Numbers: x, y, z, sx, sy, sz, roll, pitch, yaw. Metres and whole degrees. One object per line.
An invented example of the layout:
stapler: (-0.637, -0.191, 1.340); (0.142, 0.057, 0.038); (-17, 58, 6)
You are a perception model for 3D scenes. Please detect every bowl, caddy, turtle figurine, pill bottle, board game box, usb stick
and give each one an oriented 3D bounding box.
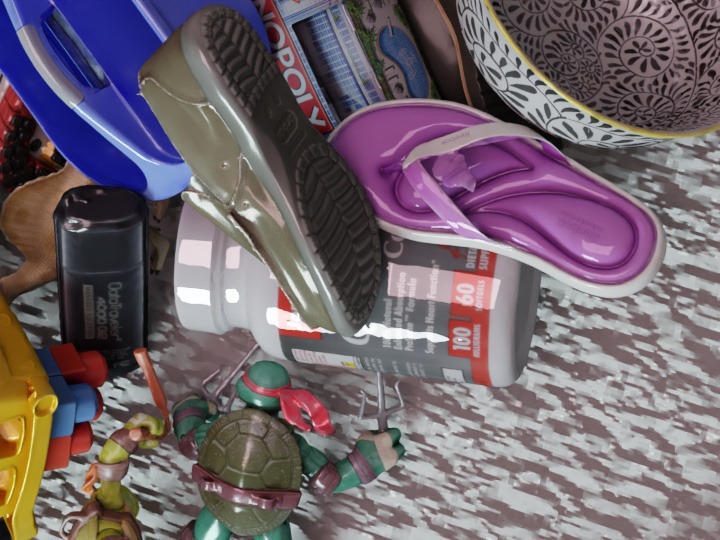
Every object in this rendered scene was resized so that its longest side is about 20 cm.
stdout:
bowl: (0.125, -0.140, 1.623); (0.201, 0.201, 0.094); (54, 141, 8)
caddy: (-0.147, -0.136, 1.644); (0.200, 0.105, 0.141); (54, 140, -4)
turtle figurine: (-0.148, 0.159, 1.726); (0.064, 0.161, 0.201); (5, 112, -9)
turtle figurine: (-0.062, 0.119, 1.744); (0.149, 0.101, 0.201); (21, 110, 23)
pill bottle: (0.000, 0.000, 1.672); (0.199, 0.116, 0.116); (6, 97, 11)
board game box: (-0.035, -0.150, 1.667); (0.200, 0.062, 0.200); (-18, 99, 48)
usb stick: (-0.154, 0.009, 1.724); (0.055, 0.200, 0.033); (-4, 61, -6)

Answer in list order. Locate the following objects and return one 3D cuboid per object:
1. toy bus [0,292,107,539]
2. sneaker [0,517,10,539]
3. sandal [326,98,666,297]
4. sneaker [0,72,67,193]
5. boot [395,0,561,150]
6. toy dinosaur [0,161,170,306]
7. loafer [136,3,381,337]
toy bus: (-0.244, 0.112, 1.733); (0.136, 0.191, 0.200); (54, 141, 42)
sneaker: (-0.292, 0.131, 1.850); (0.081, 0.074, 0.200); (-30, 83, 36)
sandal: (0.074, -0.049, 1.587); (0.202, 0.050, 0.083); (18, 78, 14)
sneaker: (-0.206, -0.151, 1.772); (0.082, 0.078, 0.201); (32, 110, 42)
boot: (0.029, -0.132, 1.710); (0.138, 0.077, 0.201); (-15, 98, 39)
toy dinosaur: (-0.166, -0.037, 1.759); (0.101, 0.058, 0.200); (18, 116, -22)
loafer: (-0.055, -0.050, 1.578); (0.070, 0.075, 0.200); (-19, 107, 33)
